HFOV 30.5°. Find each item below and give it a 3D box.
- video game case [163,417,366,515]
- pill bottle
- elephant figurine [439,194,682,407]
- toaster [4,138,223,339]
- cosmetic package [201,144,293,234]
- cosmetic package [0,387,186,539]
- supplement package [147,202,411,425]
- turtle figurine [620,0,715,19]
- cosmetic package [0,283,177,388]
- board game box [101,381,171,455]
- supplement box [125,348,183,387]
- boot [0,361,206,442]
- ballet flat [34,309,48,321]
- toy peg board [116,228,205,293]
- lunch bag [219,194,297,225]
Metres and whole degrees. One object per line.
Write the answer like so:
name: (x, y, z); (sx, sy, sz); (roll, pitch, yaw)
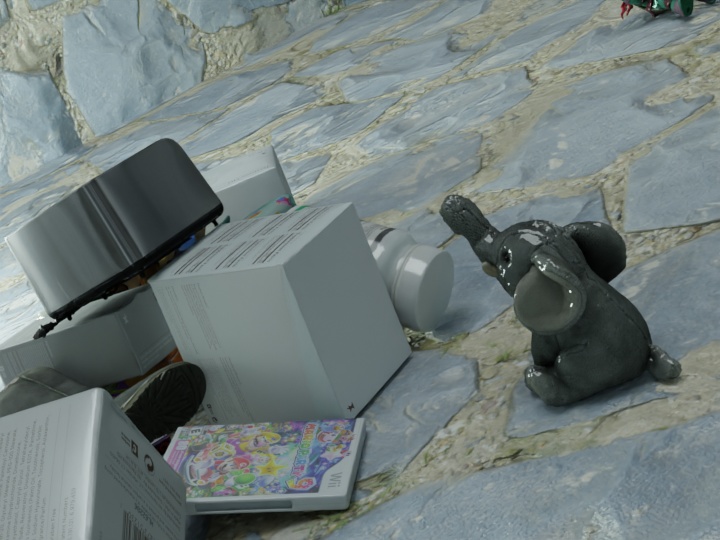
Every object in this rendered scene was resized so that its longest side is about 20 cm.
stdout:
video game case: (-0.100, 0.189, 1.283); (0.197, 0.018, 0.144); (-4, 23, 9)
pill bottle: (0.000, 0.000, 1.520); (0.198, 0.115, 0.113); (16, 37, 27)
elephant figurine: (0.181, 0.013, 1.220); (0.153, 0.202, 0.142); (-21, 19, 3)
toaster: (-0.283, -0.041, 1.486); (0.180, 0.120, 0.200); (-27, 9, 38)
cosmetic package: (-0.201, -0.087, 2.022); (0.197, 0.124, 0.200); (-23, 17, 0)
cosmetic package: (-0.273, 0.234, 1.130); (0.197, 0.168, 0.168); (-17, 46, 12)
supplement package: (-0.086, 0.052, 1.434); (0.198, 0.194, 0.147); (-7, 24, 38)
turtle figurine: (0.528, -0.501, 2.335); (0.150, 0.101, 0.199); (-44, 40, -14)
cosmetic package: (-0.321, 0.089, 1.549); (0.197, 0.091, 0.107); (-13, 14, 27)
board game box: (-0.322, 0.204, 1.464); (0.198, 0.033, 0.120); (-29, 53, -25)
supplement box: (-0.295, 0.147, 1.613); (0.197, 0.067, 0.069); (-17, 20, 16)
boot: (-0.289, 0.142, 1.442); (0.181, 0.074, 0.198); (-33, 26, -34)
ballet flat: (-0.413, 0.083, 1.793); (0.069, 0.070, 0.200); (-26, -9, -9)
toy peg board: (-0.306, 0.007, 1.818); (0.196, 0.201, 0.099); (-7, 51, -17)
lunch bag: (-0.170, 0.004, 1.773); (0.198, 0.123, 0.171); (-21, 19, 41)
